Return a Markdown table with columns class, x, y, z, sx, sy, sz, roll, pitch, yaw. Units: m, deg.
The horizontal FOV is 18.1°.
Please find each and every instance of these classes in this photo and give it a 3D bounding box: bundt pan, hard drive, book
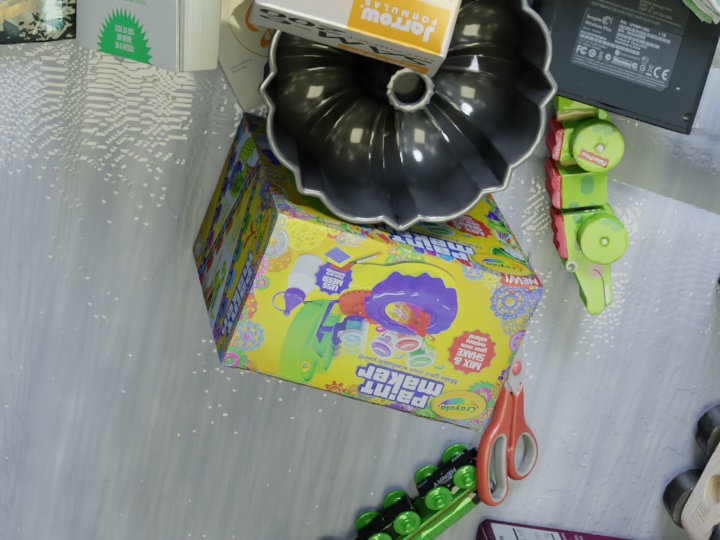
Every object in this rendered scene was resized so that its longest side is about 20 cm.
| class | x | y | z | sx | sy | sz | roll | pitch | yaw |
| --- | --- | --- | --- | --- | --- | --- | --- | --- | --- |
| bundt pan | 0.025 | -0.133 | 1.523 | 0.201 | 0.076 | 0.202 | -5 | 115 | -10 |
| hard drive | 0.201 | -0.212 | 1.623 | 0.139 | 0.033 | 0.200 | 15 | 94 | -17 |
| book | -0.142 | -0.241 | 1.504 | 0.048 | 0.134 | 0.200 | -9 | 108 | -38 |

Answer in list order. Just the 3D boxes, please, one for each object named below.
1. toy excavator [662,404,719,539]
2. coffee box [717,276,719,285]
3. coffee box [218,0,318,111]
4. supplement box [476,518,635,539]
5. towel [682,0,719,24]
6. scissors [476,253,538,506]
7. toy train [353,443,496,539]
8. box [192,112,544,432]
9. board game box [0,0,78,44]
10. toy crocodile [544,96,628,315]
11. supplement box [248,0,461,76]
| class | x | y | z | sx | sy | sz | roll | pitch | yaw |
| --- | --- | --- | --- | --- | --- | --- | --- | --- | --- |
| toy excavator | 0.349 | 0.224 | 1.858 | 0.200 | 0.100 | 0.195 | 14 | 113 | -26 |
| coffee box | 0.373 | -0.046 | 1.738 | 0.114 | 0.080 | 0.200 | 18 | 110 | -18 |
| coffee box | -0.020 | -0.212 | 1.575 | 0.200 | 0.080 | 0.115 | -25 | 117 | 1 |
| supplement box | 0.185 | 0.293 | 1.846 | 0.200 | 0.103 | 0.131 | 8 | 113 | -14 |
| towel | 0.260 | -0.285 | 1.562 | 0.149 | 0.031 | 0.200 | 34 | 81 | -50 |
| scissors | 0.116 | 0.089 | 1.766 | 0.073 | 0.014 | 0.200 | -26 | 125 | -42 |
| toy train | 0.027 | 0.214 | 1.815 | 0.200 | 0.042 | 0.056 | -38 | 126 | 7 |
| box | 0.000 | 0.000 | 1.623 | 0.200 | 0.193 | 0.122 | 15 | 111 | -18 |
| board game box | -0.262 | -0.251 | 1.547 | 0.135 | 0.028 | 0.200 | -4 | 115 | -10 |
| toy crocodile | 0.164 | -0.063 | 1.698 | 0.062 | 0.068 | 0.200 | -7 | 114 | -3 |
| supplement box | 0.016 | -0.236 | 1.413 | 0.126 | 0.074 | 0.200 | 15 | 84 | -4 |
